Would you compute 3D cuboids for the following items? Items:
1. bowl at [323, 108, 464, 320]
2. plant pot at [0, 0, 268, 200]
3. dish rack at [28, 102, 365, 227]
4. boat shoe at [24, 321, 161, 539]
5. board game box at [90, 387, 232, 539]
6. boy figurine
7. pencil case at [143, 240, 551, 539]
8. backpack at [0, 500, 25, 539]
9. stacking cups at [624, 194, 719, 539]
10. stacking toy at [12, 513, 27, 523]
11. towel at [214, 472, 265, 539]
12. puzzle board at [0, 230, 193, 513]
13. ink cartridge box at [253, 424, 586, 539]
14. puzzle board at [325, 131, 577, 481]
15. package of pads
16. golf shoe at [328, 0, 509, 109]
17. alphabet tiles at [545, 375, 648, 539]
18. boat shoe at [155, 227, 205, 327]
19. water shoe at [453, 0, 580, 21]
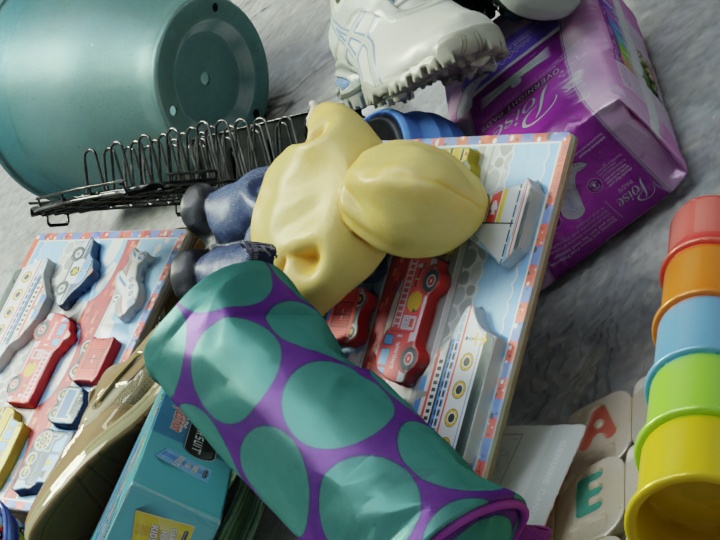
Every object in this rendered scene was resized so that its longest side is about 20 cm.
[{"bbox_3d":[0.000,0.000,1.024,0.201,0.039,0.202,-54,25,41],"label":"bowl"},{"bbox_3d":[-0.185,-0.157,1.480,0.187,0.200,0.201,2,51,39],"label":"plant pot"},{"bbox_3d":[-0.106,-0.066,1.121,0.153,0.055,0.199,-10,-1,43],"label":"dish rack"},{"bbox_3d":[-0.125,0.087,1.033,0.200,0.071,0.064,-47,41,-12],"label":"boat shoe"},{"bbox_3d":[-0.111,0.142,0.895,0.200,0.047,0.152,-88,23,-74],"label":"board game box"},{"bbox_3d":[-0.018,-0.032,0.907,0.199,0.064,0.125,-15,62,46],"label":"boy figurine"},{"bbox_3d":[-0.012,0.076,0.806,0.200,0.092,0.086,43,124,36],"label":"pencil case"},{"bbox_3d":[-0.239,0.209,0.990,0.134,0.200,0.183,-40,25,13],"label":"backpack"},{"bbox_3d":[0.148,0.043,0.771,0.060,0.061,0.201,-31,25,29],"label":"stacking cups"},{"bbox_3d":[-0.199,0.138,1.192,0.085,0.085,0.200,-43,18,7],"label":"stacking toy"},{"bbox_3d":[-0.076,0.133,0.949,0.200,0.023,0.153,121,171,-55],"label":"towel"},{"bbox_3d":[-0.200,0.059,1.123,0.150,0.017,0.201,0,57,40],"label":"puzzle board"},{"bbox_3d":[0.017,0.153,0.868,0.199,0.047,0.161,-8,44,45],"label":"ink cartridge box"},{"bbox_3d":[0.028,0.026,0.884,0.150,0.017,0.201,1,73,53],"label":"puzzle board"},{"bbox_3d":[0.112,-0.089,1.030,0.120,0.076,0.201,-39,26,22],"label":"package of pads"},{"bbox_3d":[0.020,-0.148,1.033,0.078,0.098,0.200,-19,9,-18],"label":"golf shoe"},{"bbox_3d":[0.134,0.108,0.775,0.199,0.015,0.196,-31,29,31],"label":"alphabet tiles"},{"bbox_3d":[-0.110,0.072,1.136,0.069,0.070,0.201,128,148,-47],"label":"boat shoe"},{"bbox_3d":[0.081,-0.175,1.064,0.200,0.071,0.079,-104,36,-61],"label":"water shoe"}]
